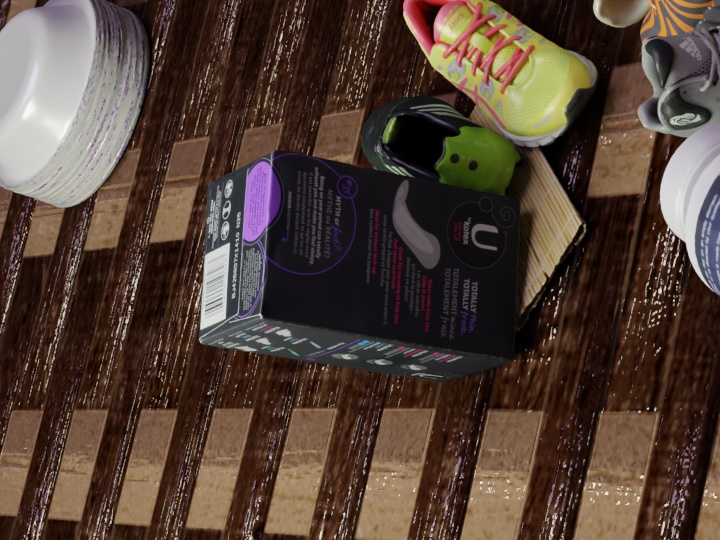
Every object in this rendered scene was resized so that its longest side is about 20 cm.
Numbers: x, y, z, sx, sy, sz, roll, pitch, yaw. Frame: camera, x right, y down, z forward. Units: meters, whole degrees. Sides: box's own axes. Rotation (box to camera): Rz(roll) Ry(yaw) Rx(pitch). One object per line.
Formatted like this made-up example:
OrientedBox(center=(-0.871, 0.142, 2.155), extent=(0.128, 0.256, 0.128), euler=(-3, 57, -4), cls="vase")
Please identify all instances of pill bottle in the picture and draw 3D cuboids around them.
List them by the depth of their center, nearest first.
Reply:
OrientedBox(center=(0.259, -0.017, 1.568), extent=(0.111, 0.111, 0.200), euler=(-64, 32, 10), cls="pill bottle")

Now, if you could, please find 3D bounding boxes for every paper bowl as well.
OrientedBox(center=(-0.293, -0.168, 2.528), extent=(0.201, 0.104, 0.201), euler=(-35, 46, 46), cls="paper bowl")

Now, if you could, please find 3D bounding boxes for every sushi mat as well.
OrientedBox(center=(0.105, -0.051, 1.922), extent=(0.096, 0.012, 0.200), euler=(-56, 34, 24), cls="sushi mat")

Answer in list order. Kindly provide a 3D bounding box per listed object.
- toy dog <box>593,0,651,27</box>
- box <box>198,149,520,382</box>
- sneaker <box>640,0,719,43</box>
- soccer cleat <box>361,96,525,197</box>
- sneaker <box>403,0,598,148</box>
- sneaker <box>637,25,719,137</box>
OrientedBox(center=(0.151, -0.297, 1.878), extent=(0.194, 0.139, 0.200), euler=(-51, 34, 6), cls="toy dog")
OrientedBox(center=(0.000, 0.000, 1.860), extent=(0.106, 0.199, 0.123), euler=(-22, 61, 60), cls="box")
OrientedBox(center=(0.203, -0.205, 1.729), extent=(0.200, 0.112, 0.078), euler=(135, 155, -63), cls="sneaker")
OrientedBox(center=(0.043, -0.097, 1.957), extent=(0.200, 0.081, 0.068), euler=(24, 94, 60), cls="soccer cleat")
OrientedBox(center=(0.091, -0.153, 1.913), extent=(0.078, 0.090, 0.200), euler=(-54, 37, -1), cls="sneaker")
OrientedBox(center=(0.239, -0.138, 1.638), extent=(0.200, 0.115, 0.075), euler=(-52, 44, 45), cls="sneaker")
